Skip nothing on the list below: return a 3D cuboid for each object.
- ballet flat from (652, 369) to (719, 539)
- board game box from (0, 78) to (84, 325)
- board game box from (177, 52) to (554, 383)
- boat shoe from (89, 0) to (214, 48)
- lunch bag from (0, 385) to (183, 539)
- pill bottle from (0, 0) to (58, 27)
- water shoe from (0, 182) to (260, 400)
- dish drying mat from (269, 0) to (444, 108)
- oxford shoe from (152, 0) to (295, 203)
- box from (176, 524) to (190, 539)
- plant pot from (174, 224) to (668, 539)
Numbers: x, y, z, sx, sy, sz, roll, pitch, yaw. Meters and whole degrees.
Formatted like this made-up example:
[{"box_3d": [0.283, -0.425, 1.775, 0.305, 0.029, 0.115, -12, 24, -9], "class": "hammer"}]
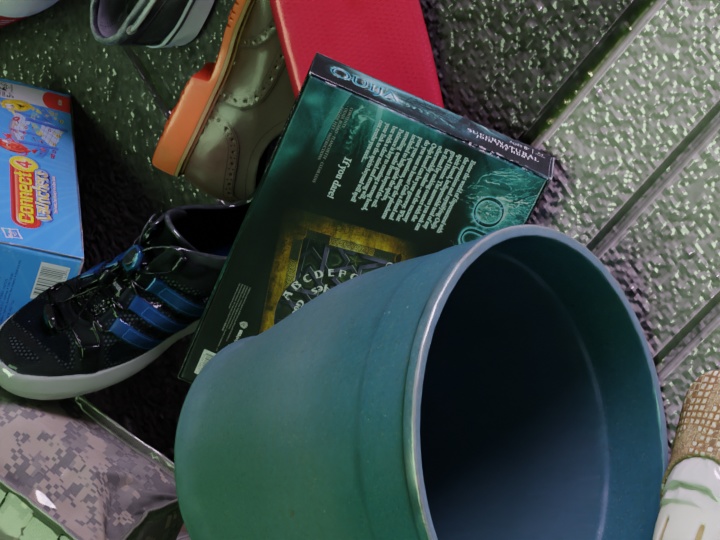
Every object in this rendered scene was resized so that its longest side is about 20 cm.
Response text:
[{"box_3d": [0.169, 0.149, 0.993, 0.070, 0.065, 0.202, -6, 92, 45], "class": "ballet flat"}, {"box_3d": [-0.226, 0.016, 1.303, 0.196, 0.055, 0.201, -107, 34, -56], "class": "board game box"}, {"box_3d": [0.000, 0.000, 1.108, 0.134, 0.028, 0.201, 23, 120, -5], "class": "board game box"}, {"box_3d": [-0.105, -0.215, 1.201, 0.072, 0.067, 0.201, 46, 126, 29], "class": "boat shoe"}, {"box_3d": [-0.214, 0.137, 1.179, 0.199, 0.117, 0.165, 35, 120, 15], "class": "lunch bag"}, {"box_3d": [-0.243, -0.203, 1.310, 0.199, 0.112, 0.113, -11, 89, 45], "class": "pill bottle"}, {"box_3d": [-0.116, 0.001, 1.160, 0.072, 0.199, 0.079, 53, 158, 39], "class": "water shoe"}, {"box_3d": [-0.014, -0.163, 1.109, 0.018, 0.076, 0.202, -114, 9, -81], "class": "dish drying mat"}, {"box_3d": [-0.040, -0.127, 1.170, 0.072, 0.071, 0.201, 30, 114, -2], "class": "oxford shoe"}, {"box_3d": [-0.153, 0.177, 1.299, 0.199, 0.095, 0.078, 7, 102, 42], "class": "box"}, {"box_3d": [0.018, 0.089, 1.029, 0.187, 0.199, 0.202, -8, 91, 40], "class": "plant pot"}]
